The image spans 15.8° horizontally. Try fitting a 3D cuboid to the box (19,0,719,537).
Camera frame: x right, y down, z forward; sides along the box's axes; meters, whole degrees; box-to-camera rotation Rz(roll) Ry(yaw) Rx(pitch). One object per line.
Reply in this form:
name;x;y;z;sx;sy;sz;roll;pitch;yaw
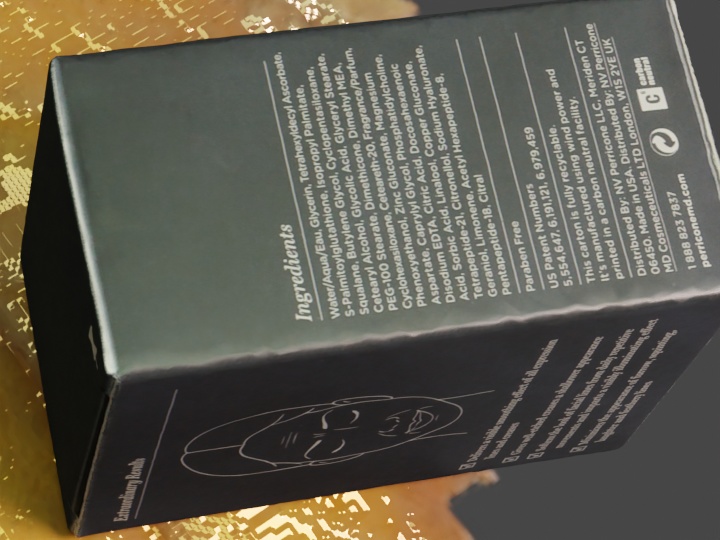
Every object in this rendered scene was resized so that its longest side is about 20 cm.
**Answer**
box;0.000;0.000;0.829;0.199;0.149;0.107;-8;69;-15
